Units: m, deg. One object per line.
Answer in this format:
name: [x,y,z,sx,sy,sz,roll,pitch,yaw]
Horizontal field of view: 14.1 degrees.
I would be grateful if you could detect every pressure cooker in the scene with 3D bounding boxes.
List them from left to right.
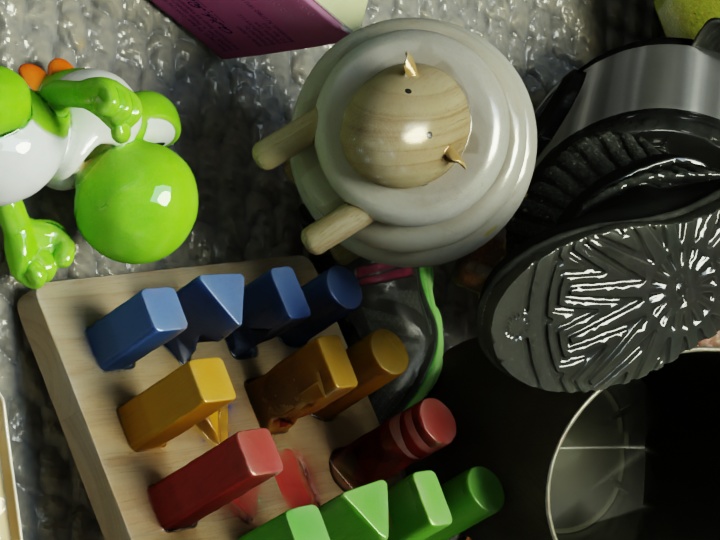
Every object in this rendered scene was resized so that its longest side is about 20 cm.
pressure cooker: [0.177,-0.039,1.694,0.179,0.176,0.200,64,18,-18]

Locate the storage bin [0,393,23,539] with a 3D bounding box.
storage bin: [-0.240,0.149,1.220,0.200,0.094,0.199,-10,94,-52]

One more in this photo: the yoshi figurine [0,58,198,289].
yoshi figurine: [-0.143,-0.045,1.362,0.200,0.112,0.112,-7,99,-54]

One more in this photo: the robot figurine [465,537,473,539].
robot figurine: [0.136,0.126,1.672,0.200,0.145,0.058,-50,119,-34]

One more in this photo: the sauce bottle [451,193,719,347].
sauce bottle: [0.150,0.021,1.579,0.200,0.066,0.066,26,57,-3]

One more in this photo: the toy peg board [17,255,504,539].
toy peg board: [-0.035,0.075,1.426,0.200,0.098,0.199,-6,69,-49]

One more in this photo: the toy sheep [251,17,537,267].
toy sheep: [0.024,-0.063,1.467,0.200,0.138,0.138,-6,91,-84]

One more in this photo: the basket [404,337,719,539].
basket: [0.117,0.098,1.519,0.180,0.200,0.136,0,94,-30]

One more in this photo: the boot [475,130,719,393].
boot: [0.111,-0.007,1.452,0.211,0.158,0.079,-16,110,-31]

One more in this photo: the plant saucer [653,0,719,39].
plant saucer: [0.229,-0.139,1.841,0.200,0.048,0.200,-81,150,-64]

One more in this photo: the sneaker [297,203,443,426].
sneaker: [0.000,0.000,1.574,0.084,0.077,0.200,16,69,-33]

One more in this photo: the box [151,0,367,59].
box: [-0.065,-0.240,1.485,0.176,0.097,0.200,37,59,-43]
